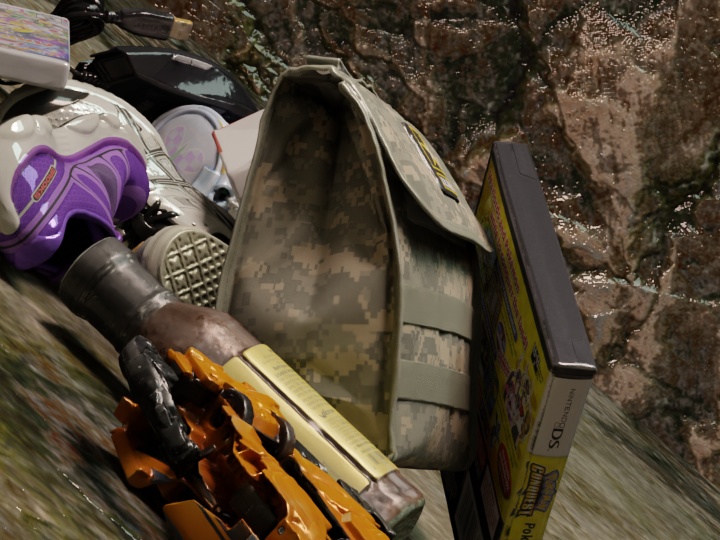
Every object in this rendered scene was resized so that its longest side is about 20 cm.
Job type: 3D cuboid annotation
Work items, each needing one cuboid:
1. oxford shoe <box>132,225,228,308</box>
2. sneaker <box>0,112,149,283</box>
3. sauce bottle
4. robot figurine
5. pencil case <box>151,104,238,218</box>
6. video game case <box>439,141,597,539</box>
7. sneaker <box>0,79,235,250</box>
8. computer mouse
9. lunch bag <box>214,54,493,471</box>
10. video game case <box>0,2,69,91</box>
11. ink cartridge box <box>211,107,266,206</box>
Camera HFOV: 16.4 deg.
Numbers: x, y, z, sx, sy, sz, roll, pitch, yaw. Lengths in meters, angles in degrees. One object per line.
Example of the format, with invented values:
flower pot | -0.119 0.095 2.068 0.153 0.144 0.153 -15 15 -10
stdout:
oxford shoe | -0.061 0.038 1.374 0.058 0.076 0.200 -5 -32 42
sneaker | -0.155 -0.028 1.290 0.084 0.080 0.200 58 14 4
sauce bottle | -0.059 0.062 1.168 0.200 0.065 0.065 44 6 17
robot figurine | -0.037 0.105 1.026 0.145 0.058 0.200 36 8 -42
pencil case | -0.075 -0.042 1.754 0.090 0.084 0.200 20 -9 36
video game case | 0.077 0.061 1.346 0.025 0.182 0.201 5 35 -11
sneaker | -0.123 -0.035 1.436 0.200 0.076 0.088 38 6 -27
computer mouse | -0.137 -0.144 1.692 0.199 0.046 0.140 17 -27 -28
lunch bag | 0.000 0.000 1.285 0.117 0.202 0.164 1 -6 16
video game case | -0.240 -0.142 1.457 0.142 0.018 0.200 13 11 -9
ink cartridge box | -0.017 0.006 1.488 0.117 0.067 0.201 -118 -174 -72
